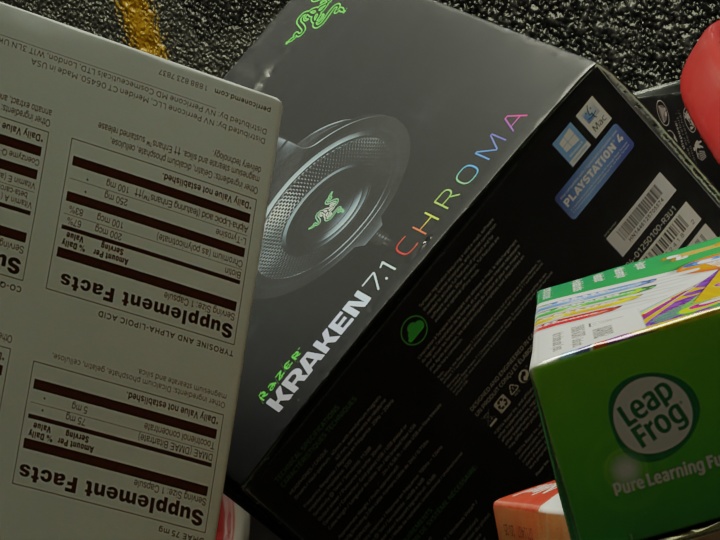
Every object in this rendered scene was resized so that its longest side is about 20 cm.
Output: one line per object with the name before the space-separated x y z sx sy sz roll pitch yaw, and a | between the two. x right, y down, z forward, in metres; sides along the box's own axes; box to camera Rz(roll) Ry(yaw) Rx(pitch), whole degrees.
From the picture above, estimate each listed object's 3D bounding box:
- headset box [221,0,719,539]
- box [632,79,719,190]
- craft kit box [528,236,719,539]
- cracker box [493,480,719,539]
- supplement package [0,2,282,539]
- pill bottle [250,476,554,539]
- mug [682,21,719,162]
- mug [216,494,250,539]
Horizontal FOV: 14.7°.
headset box | 0.000 0.000 0.941 0.174 0.093 0.200 -49 31 -6
box | 0.073 0.016 1.186 0.199 0.150 0.124 -17 1 29
craft kit box | 0.134 0.003 0.595 0.196 0.049 0.200 -14 3 4
cracker box | 0.143 0.049 0.644 0.199 0.058 0.134 -19 1 -13
supplement package | -0.141 0.042 0.821 0.146 0.201 0.191 17 -17 -29
pill bottle | 0.038 0.046 1.049 0.199 0.115 0.114 -13 3 45
mug | 0.200 -0.022 1.053 0.176 0.134 0.200 3 14 24
mug | -0.155 0.111 1.080 0.177 0.134 0.199 -32 13 -34
